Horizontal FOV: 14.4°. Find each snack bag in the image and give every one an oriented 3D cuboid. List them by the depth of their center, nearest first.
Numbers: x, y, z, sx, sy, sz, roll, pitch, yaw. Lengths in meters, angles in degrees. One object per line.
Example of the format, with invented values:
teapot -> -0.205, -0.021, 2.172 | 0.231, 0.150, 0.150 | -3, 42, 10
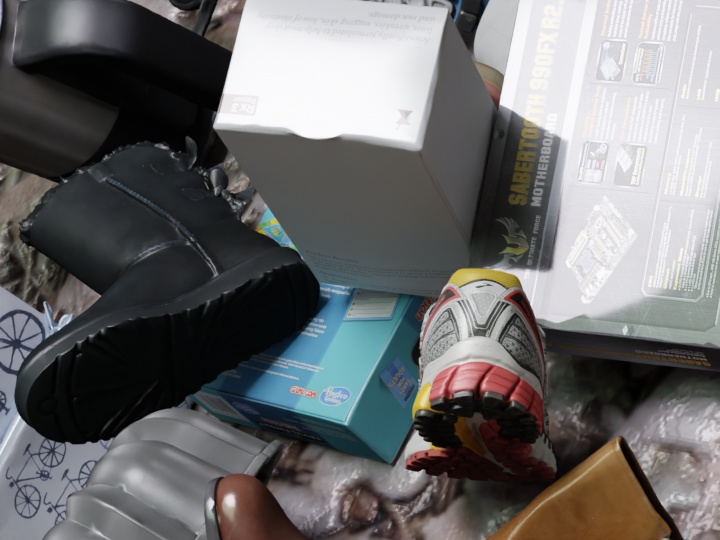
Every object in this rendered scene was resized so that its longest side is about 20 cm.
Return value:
snack bag -> -0.202, 0.104, 1.593 | 0.021, 0.200, 0.189 | -7, 52, 53

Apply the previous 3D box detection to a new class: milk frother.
milk frother -> -0.175, -0.162, 1.752 | 0.180, 0.188, 0.201 | -30, 57, 32

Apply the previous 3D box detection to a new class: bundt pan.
bundt pan -> -0.124, 0.154, 1.482 | 0.202, 0.076, 0.202 | -56, -5, -7

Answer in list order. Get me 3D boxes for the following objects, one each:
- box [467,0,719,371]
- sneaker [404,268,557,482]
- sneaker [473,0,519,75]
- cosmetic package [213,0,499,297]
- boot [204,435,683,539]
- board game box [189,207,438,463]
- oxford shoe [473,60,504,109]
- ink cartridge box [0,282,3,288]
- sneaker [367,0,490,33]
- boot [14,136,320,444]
box -> 0.146, -0.055, 1.445 | 0.158, 0.048, 0.201 | 5, 76, 23
sneaker -> 0.064, 0.056, 1.410 | 0.077, 0.200, 0.083 | 5, 72, 0
sneaker -> 0.144, -0.169, 1.560 | 0.200, 0.074, 0.116 | -46, 43, 4
cosmetic package -> 0.010, -0.060, 1.461 | 0.112, 0.200, 0.082 | 7, 68, 17
boot -> 0.044, 0.138, 1.359 | 0.200, 0.189, 0.068 | -33, 0, 20
board game box -> 0.000, 0.000, 1.609 | 0.151, 0.047, 0.201 | 11, 67, 46
oxford shoe -> 0.012, -0.112, 1.600 | 0.199, 0.070, 0.075 | 5, 57, 43
ink cartridge box -> -0.264, 0.051, 1.678 | 0.084, 0.201, 0.144 | -38, 33, -29
sneaker -> 0.041, -0.187, 1.672 | 0.199, 0.075, 0.087 | 5, 29, 8
boot -> -0.136, 0.005, 1.585 | 0.198, 0.074, 0.162 | -27, 42, -25
